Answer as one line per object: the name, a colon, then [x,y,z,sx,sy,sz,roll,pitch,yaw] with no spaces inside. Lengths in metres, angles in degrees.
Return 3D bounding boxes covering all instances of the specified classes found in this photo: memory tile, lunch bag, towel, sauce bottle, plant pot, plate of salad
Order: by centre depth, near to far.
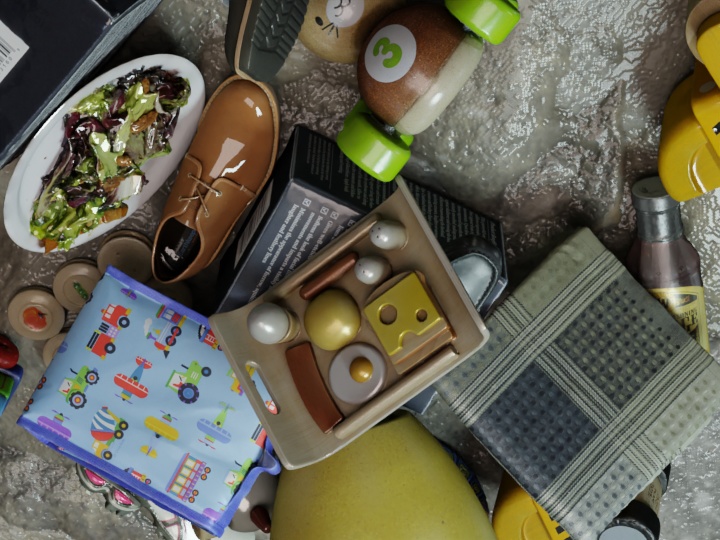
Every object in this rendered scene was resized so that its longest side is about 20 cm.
plate of salad: [-0.195,-0.085,1.655,0.048,0.200,0.200,45,118,24]
towel: [0.181,0.092,1.698,0.200,0.035,0.193,-43,88,-19]
lunch bag: [-0.152,0.112,1.712,0.200,0.094,0.151,27,79,13]
plant pot: [0.008,0.195,1.732,0.200,0.200,0.142,-12,94,8]
sauce bottle: [0.256,0.018,1.762,0.066,0.066,0.200,-10,118,7]
memory tile: [-0.198,0.068,1.827,0.153,0.017,0.200,-29,114,16]

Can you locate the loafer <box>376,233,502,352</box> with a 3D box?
loafer: [0.041,0.055,1.660,0.068,0.070,0.201,35,114,-17]

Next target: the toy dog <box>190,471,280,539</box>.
toy dog: [-0.105,0.148,1.784,0.132,0.096,0.200,-32,110,-15]

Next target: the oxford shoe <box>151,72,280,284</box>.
oxford shoe: [-0.119,-0.069,1.706,0.071,0.071,0.200,27,120,7]

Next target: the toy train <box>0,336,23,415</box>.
toy train: [-0.393,0.085,1.783,0.200,0.116,0.085,26,116,-13]

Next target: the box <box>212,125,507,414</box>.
box: [0.000,0.000,1.732,0.200,0.107,0.149,26,116,-12]

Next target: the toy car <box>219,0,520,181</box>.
toy car: [-0.005,-0.198,1.609,0.200,0.158,0.164,38,102,-5]

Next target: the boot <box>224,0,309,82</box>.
boot: [-0.109,-0.243,1.569,0.138,0.077,0.200,7,77,20]

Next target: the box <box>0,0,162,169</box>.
box: [-0.256,-0.180,1.577,0.123,0.198,0.200,43,112,-4]

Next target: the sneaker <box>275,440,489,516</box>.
sneaker: [0.018,0.185,1.865,0.200,0.075,0.088,32,127,-8]

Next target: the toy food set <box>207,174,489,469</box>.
toy food set: [-0.010,0.041,1.615,0.200,0.060,0.144,-37,70,20]

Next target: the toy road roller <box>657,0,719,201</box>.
toy road roller: [0.287,-0.139,1.645,0.146,0.123,0.200,-22,118,25]

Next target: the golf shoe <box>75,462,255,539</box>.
golf shoe: [-0.157,0.195,1.854,0.200,0.077,0.088,36,107,-30]

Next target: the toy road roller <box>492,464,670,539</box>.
toy road roller: [0.172,0.169,1.811,0.146,0.123,0.200,-16,117,23]
